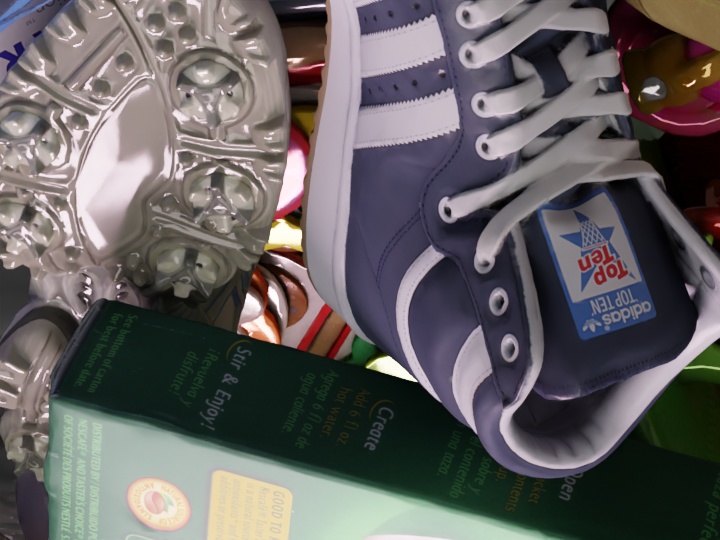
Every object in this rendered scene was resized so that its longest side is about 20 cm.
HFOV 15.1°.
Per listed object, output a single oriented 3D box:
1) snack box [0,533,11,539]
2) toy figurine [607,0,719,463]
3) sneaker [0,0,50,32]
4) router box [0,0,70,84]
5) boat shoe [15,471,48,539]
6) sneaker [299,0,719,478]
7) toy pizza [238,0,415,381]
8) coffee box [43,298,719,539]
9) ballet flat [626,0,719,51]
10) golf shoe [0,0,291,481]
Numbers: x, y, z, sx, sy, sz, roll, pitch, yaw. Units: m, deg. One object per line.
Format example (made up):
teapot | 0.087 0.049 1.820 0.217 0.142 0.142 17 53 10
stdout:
snack box | -0.128 0.097 0.839 0.116 0.037 0.200 32 174 10
toy figurine | 0.155 -0.029 0.699 0.183 0.150 0.201 -17 116 21
sneaker | -0.104 -0.077 0.629 0.066 0.200 0.079 53 159 13
router box | -0.136 -0.108 0.653 0.199 0.049 0.180 -31 132 -10
boat shoe | -0.013 0.088 0.865 0.199 0.072 0.068 26 143 -30
sneaker | 0.035 -0.045 0.603 0.070 0.109 0.201 -19 132 -23
toy pizza | 0.000 0.000 0.825 0.199 0.032 0.201 5 136 4
coffee box | 0.018 0.087 0.696 0.199 0.044 0.123 14 131 10
ballet flat | 0.149 -0.056 0.608 0.199 0.069 0.063 19 149 3
golf shoe | -0.055 -0.027 0.721 0.078 0.097 0.200 20 140 0
